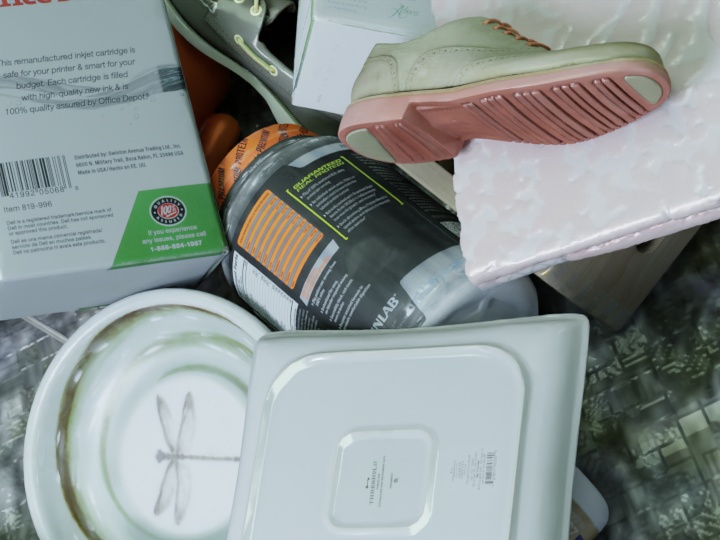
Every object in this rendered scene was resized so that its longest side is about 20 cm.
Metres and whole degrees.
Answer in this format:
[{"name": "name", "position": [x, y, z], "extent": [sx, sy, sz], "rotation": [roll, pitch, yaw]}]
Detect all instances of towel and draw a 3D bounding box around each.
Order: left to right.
[{"name": "towel", "position": [0.134, -0.101, 1.197], "extent": [0.191, 0.032, 0.200], "rotation": [-19, 60, 26]}]

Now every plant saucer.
[{"name": "plant saucer", "position": [-0.108, 0.112, 1.309], "extent": [0.200, 0.050, 0.200], "rotation": [-3, 82, 26]}]

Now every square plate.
[{"name": "square plate", "position": [0.015, 0.113, 1.140], "extent": [0.198, 0.028, 0.200], "rotation": [-4, 61, 24]}]

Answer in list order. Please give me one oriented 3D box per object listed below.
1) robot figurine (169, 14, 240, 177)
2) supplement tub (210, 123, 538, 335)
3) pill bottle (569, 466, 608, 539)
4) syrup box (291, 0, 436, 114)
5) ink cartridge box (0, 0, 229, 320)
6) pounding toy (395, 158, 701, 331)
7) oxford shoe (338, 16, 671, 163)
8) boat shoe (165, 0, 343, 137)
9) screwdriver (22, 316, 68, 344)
[{"name": "robot figurine", "position": [-0.165, -0.109, 1.446], "extent": [0.117, 0.144, 0.200], "rotation": [14, 67, 53]}, {"name": "supplement tub", "position": [0.000, 0.000, 1.299], "extent": [0.123, 0.123, 0.200], "rotation": [-46, 53, -5]}, {"name": "pill bottle", "position": [0.031, 0.167, 1.191], "extent": [0.200, 0.116, 0.116], "rotation": [-47, 53, -5]}, {"name": "syrup box", "position": [0.006, -0.194, 1.358], "extent": [0.081, 0.079, 0.200], "rotation": [9, 50, -7]}, {"name": "ink cartridge box", "position": [-0.179, -0.082, 1.316], "extent": [0.146, 0.083, 0.200], "rotation": [-8, 73, -23]}, {"name": "pounding toy", "position": [0.158, -0.083, 1.284], "extent": [0.200, 0.142, 0.184], "rotation": [-52, 53, 3]}, {"name": "oxford shoe", "position": [0.076, -0.110, 1.177], "extent": [0.200, 0.071, 0.074], "rotation": [-4, 64, 32]}, {"name": "boat shoe", "position": [-0.056, -0.152, 1.395], "extent": [0.202, 0.060, 0.072], "rotation": [45, 46, 4]}, {"name": "screwdriver", "position": [-0.153, 0.062, 1.390], "extent": [0.200, 0.028, 0.029], "rotation": [33, 108, 31]}]
